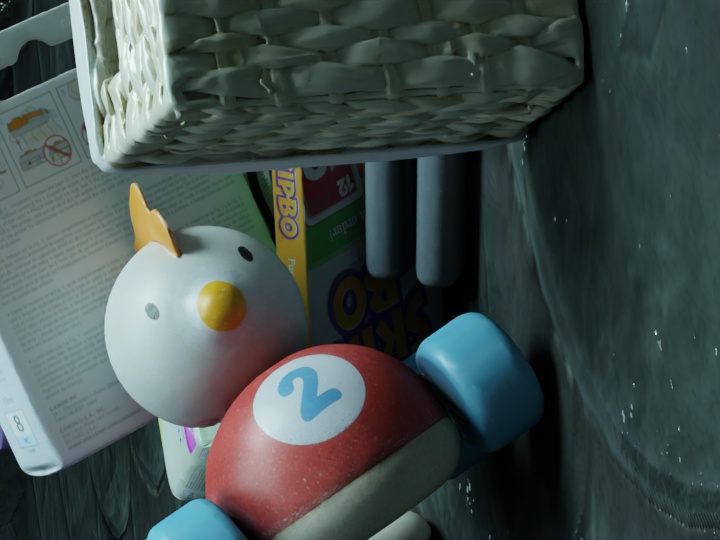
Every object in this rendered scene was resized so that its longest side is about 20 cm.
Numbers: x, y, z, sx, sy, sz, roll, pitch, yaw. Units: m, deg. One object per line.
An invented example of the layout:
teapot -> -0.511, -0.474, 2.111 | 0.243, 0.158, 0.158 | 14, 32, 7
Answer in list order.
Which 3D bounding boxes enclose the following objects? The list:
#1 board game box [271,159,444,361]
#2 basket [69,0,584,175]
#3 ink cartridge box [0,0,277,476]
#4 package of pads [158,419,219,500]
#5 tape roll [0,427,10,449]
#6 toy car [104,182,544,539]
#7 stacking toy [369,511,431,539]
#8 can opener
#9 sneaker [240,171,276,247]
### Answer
board game box -> 0.000, 0.000, 1.470 | 0.030, 0.095, 0.200 | 12, 108, 44
basket -> -0.013, -0.120, 1.247 | 0.123, 0.200, 0.136 | 154, 110, -70
ink cartridge box -> -0.132, -0.024, 1.434 | 0.047, 0.160, 0.200 | -16, 100, 57
package of pads -> -0.107, 0.049, 2.052 | 0.155, 0.068, 0.200 | 120, 144, -69
tape roll -> -0.406, 0.110, 3.501 | 0.200, 0.065, 0.201 | 175, 90, -78
toy car -> -0.054, 0.043, 1.356 | 0.200, 0.184, 0.177 | 55, 165, 3
stacking toy -> 0.003, 0.239, 1.571 | 0.200, 0.146, 0.146 | 66, 169, -4
can opener -> 0.032, -0.090, 1.415 | 0.066, 0.053, 0.200 | -41, -44, -61
sneaker -> 0.002, -0.015, 1.554 | 0.116, 0.076, 0.200 | -64, -35, -42
